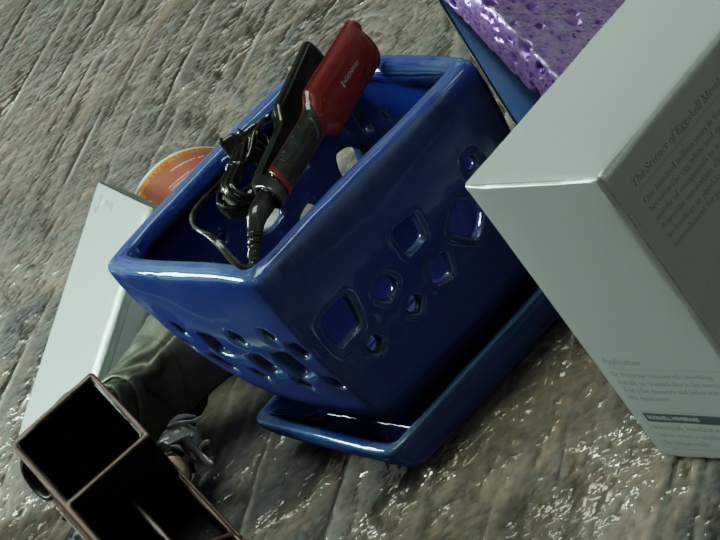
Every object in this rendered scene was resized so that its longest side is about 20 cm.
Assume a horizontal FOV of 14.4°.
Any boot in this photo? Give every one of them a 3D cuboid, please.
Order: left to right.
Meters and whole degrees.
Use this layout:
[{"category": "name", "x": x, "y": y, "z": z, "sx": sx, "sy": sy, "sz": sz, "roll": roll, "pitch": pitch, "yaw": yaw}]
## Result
[{"category": "boot", "x": -0.137, "y": 0.068, "z": 1.823, "sx": 0.130, "sy": 0.068, "sz": 0.200, "roll": -27, "pitch": -25, "yaw": -49}]

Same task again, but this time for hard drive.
[{"category": "hard drive", "x": -0.185, "y": 0.045, "z": 1.967, "sx": 0.132, "sy": 0.026, "sz": 0.201, "roll": 24, "pitch": 97, "yaw": 67}]

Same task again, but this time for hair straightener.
[{"category": "hair straightener", "x": -0.049, "y": -0.067, "z": 1.655, "sx": 0.077, "sy": 0.041, "sz": 0.201, "roll": -21, "pitch": 33, "yaw": 35}]

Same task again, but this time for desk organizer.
[{"category": "desk organizer", "x": -0.115, "y": 0.152, "z": 1.637, "sx": 0.072, "sy": 0.077, "sz": 0.200, "roll": -41, "pitch": 49, "yaw": -8}]

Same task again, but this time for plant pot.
[{"category": "plant pot", "x": 0.000, "y": 0.000, "z": 1.724, "sx": 0.200, "sy": 0.180, "sz": 0.200, "roll": -46, "pitch": 24, "yaw": -20}]

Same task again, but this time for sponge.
[{"category": "sponge", "x": 0.125, "y": -0.149, "z": 1.663, "sx": 0.111, "sy": 0.030, "sz": 0.200, "roll": -20, "pitch": 53, "yaw": -29}]

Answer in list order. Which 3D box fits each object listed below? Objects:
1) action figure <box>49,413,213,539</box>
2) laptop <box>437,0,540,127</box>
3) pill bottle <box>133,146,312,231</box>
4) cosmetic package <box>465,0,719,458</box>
[{"category": "action figure", "x": -0.163, "y": 0.158, "z": 1.783, "sx": 0.200, "sy": 0.069, "sz": 0.130, "roll": -49, "pitch": -5, "yaw": -29}, {"category": "laptop", "x": 0.174, "y": -0.132, "z": 1.684, "sx": 0.199, "sy": 0.116, "sz": 0.188, "roll": -29, "pitch": 53, "yaw": 1}, {"category": "pill bottle", "x": -0.085, "y": -0.013, "z": 1.956, "sx": 0.112, "sy": 0.112, "sz": 0.200, "roll": -40, "pitch": 23, "yaw": -6}, {"category": "cosmetic package", "x": 0.196, "y": -0.040, "z": 1.489, "sx": 0.199, "sy": 0.200, "sz": 0.123, "roll": -48, "pitch": 25, "yaw": -25}]
